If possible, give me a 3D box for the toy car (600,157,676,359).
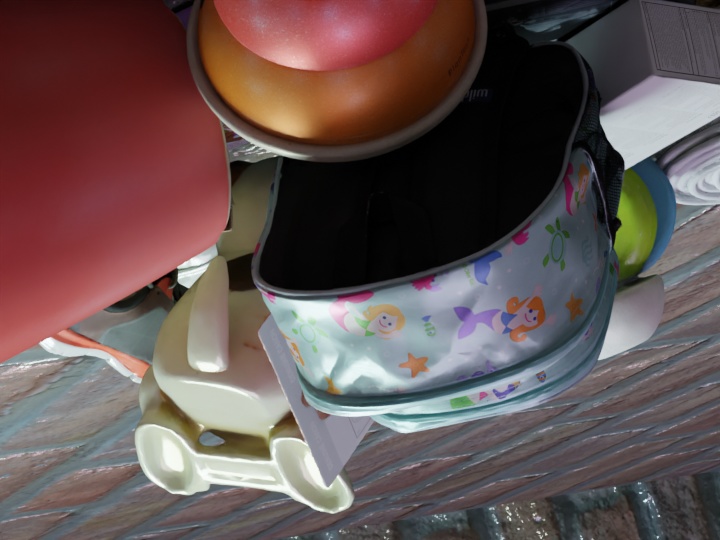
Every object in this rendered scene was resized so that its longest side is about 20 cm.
[{"bbox_3d":[0.130,-0.023,1.656,0.200,0.176,0.150,-24,179,39],"label":"toy car"}]

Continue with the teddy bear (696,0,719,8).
[{"bbox_3d":[0.181,-0.117,1.444,0.200,0.067,0.145,-21,169,-46],"label":"teddy bear"}]

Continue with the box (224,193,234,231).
[{"bbox_3d":[-0.155,-0.042,1.395,0.163,0.021,0.200,-5,-169,-3],"label":"box"}]

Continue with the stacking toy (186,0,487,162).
[{"bbox_3d":[-0.017,-0.158,1.100,0.145,0.147,0.200,-12,148,-3],"label":"stacking toy"}]

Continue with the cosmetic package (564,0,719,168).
[{"bbox_3d":[0.117,-0.083,1.317,0.082,0.051,0.200,6,157,-37],"label":"cosmetic package"}]

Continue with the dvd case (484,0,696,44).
[{"bbox_3d":[0.077,-0.125,1.284,0.199,0.025,0.150,-12,164,1],"label":"dvd case"}]

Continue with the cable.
[{"bbox_3d":[0.291,-0.103,1.679,0.199,0.070,0.200,-8,166,-16],"label":"cable"}]

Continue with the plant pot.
[{"bbox_3d":[-0.173,-0.054,1.210,0.177,0.201,0.200,-19,171,-23],"label":"plant pot"}]

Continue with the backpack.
[{"bbox_3d":[0.041,-0.009,1.189,0.177,0.151,0.200,-13,-155,17],"label":"backpack"}]

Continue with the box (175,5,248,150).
[{"bbox_3d":[-0.051,-0.119,1.343,0.199,0.039,0.137,-21,165,32],"label":"box"}]

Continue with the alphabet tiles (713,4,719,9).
[{"bbox_3d":[0.273,-0.160,1.387,0.199,0.006,0.167,-27,157,-14],"label":"alphabet tiles"}]

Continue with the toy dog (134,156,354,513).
[{"bbox_3d":[-0.064,0.020,1.500,0.139,0.201,0.194,-2,140,26],"label":"toy dog"}]

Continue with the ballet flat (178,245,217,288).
[{"bbox_3d":[-0.145,-0.013,1.674,0.199,0.070,0.069,-14,167,11],"label":"ballet flat"}]

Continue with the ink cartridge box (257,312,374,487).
[{"bbox_3d":[0.000,0.000,1.417,0.057,0.200,0.163,25,153,32],"label":"ink cartridge box"}]

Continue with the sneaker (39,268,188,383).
[{"bbox_3d":[-0.137,0.018,1.533,0.082,0.077,0.200,-38,161,18],"label":"sneaker"}]
